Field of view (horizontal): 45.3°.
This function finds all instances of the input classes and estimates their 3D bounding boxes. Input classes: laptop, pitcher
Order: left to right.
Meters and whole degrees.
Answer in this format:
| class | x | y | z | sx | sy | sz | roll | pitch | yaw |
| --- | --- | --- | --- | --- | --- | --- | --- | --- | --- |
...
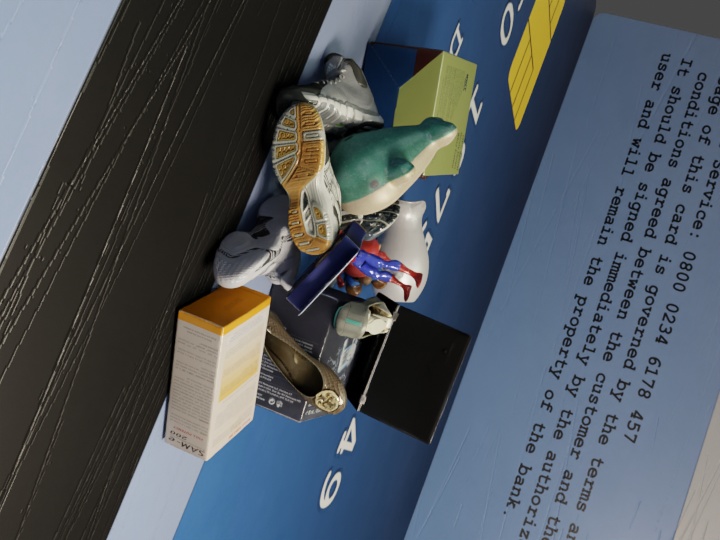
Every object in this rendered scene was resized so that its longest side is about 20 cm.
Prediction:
| class | x | y | z | sx | sy | sz | roll | pitch | yaw |
| --- | --- | --- | --- | --- | --- | --- | --- | --- | --- |
| pitcher | 0.082 | -0.044 | 1.754 | 0.172 | 0.120 | 0.203 | -44 | 140 | -84 |
| laptop | 0.069 | 0.158 | 1.454 | 0.189 | 0.115 | 0.200 | -68 | -164 | 2 |

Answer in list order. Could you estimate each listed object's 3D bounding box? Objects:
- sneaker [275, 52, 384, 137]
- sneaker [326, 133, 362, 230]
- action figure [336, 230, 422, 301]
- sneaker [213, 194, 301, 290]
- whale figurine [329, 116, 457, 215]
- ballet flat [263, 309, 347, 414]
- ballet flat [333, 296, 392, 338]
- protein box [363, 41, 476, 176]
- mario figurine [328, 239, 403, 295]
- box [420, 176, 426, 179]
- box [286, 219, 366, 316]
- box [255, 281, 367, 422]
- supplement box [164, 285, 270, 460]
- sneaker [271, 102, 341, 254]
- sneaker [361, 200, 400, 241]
| class | x | y | z | sx | sy | sz | roll | pitch | yaw |
| --- | --- | --- | --- | --- | --- | --- | --- | --- | --- |
| sneaker | -0.052 | -0.258 | 1.222 | 0.199 | 0.075 | 0.117 | 7 | 68 | -51 |
| sneaker | -0.041 | -0.159 | 1.348 | 0.082 | 0.074 | 0.201 | -90 | 174 | -46 |
| action figure | 0.000 | 0.000 | 1.410 | 0.065 | 0.199 | 0.099 | -52 | -167 | 41 |
| sneaker | -0.133 | -0.010 | 1.186 | 0.200 | 0.074 | 0.116 | -56 | 154 | -48 |
| whale figurine | 0.039 | -0.169 | 1.235 | 0.199 | 0.104 | 0.159 | -35 | -158 | 1 |
| ballet flat | -0.098 | 0.137 | 1.274 | 0.067 | 0.200 | 0.046 | -41 | 179 | 18 |
| ballet flat | 0.017 | 0.081 | 1.369 | 0.200 | 0.063 | 0.068 | -2 | 105 | -72 |
| protein box | 0.094 | -0.271 | 1.472 | 0.200 | 0.134 | 0.201 | -16 | 117 | -66 |
| mario figurine | 0.004 | 0.008 | 1.550 | 0.124 | 0.106 | 0.200 | -50 | 165 | -9 |
| box | 0.142 | -0.285 | 1.737 | 0.200 | 0.074 | 0.101 | -54 | 155 | -39 |
| box | -0.046 | -0.008 | 1.222 | 0.121 | 0.032 | 0.200 | -46 | -174 | 10 |
| box | -0.083 | 0.127 | 1.410 | 0.196 | 0.116 | 0.202 | 11 | 97 | -72 |
| supplement box | -0.192 | 0.132 | 1.157 | 0.126 | 0.073 | 0.202 | -36 | 140 | -61 |
| sneaker | -0.068 | -0.126 | 1.168 | 0.088 | 0.075 | 0.202 | -41 | 129 | -67 |
| sneaker | 0.028 | -0.097 | 1.488 | 0.201 | 0.077 | 0.087 | -69 | 175 | -54 |
